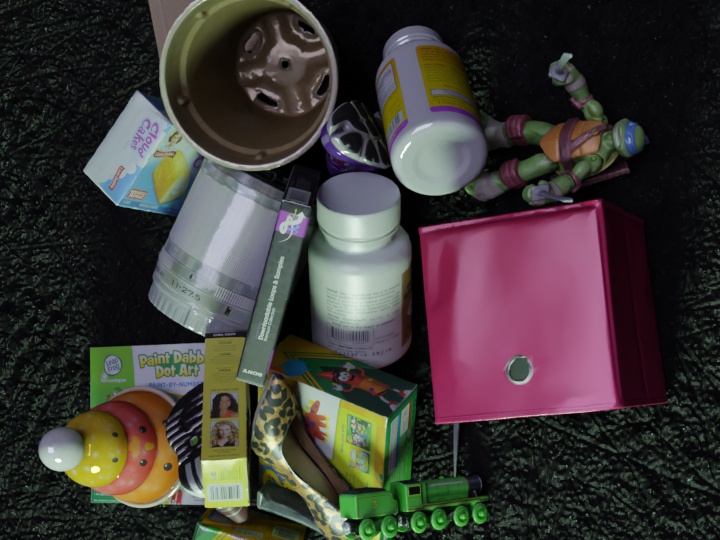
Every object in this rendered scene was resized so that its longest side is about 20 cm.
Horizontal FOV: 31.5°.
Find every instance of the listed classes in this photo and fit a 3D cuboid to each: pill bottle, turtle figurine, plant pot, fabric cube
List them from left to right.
[{"bbox_3d":[-0.105,-0.229,1.456,0.199,0.184,0.201,3,105,10],"label":"plant pot"},{"bbox_3d":[0.000,0.000,1.399,0.114,0.114,0.201,17,129,25],"label":"pill bottle"},{"bbox_3d":[0.073,-0.182,1.396,0.104,0.104,0.200,-30,41,20],"label":"pill bottle"},{"bbox_3d":[0.184,-0.143,1.338,0.193,0.200,0.145,-9,97,43],"label":"turtle figurine"},{"bbox_3d":[0.190,0.048,1.310,0.195,0.200,0.200,-7,83,25],"label":"fabric cube"}]

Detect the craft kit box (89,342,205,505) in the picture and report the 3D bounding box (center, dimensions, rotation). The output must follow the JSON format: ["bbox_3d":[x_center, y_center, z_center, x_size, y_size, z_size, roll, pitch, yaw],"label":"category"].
[{"bbox_3d":[-0.243,0.190,1.585,0.199,0.048,0.198,-4,82,24],"label":"craft kit box"}]

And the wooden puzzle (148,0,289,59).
[{"bbox_3d":[-0.183,-0.350,1.603,0.199,0.037,0.186,-17,80,27],"label":"wooden puzzle"}]

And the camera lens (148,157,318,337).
[{"bbox_3d":[-0.141,-0.029,1.489,0.160,0.160,0.201,30,99,23],"label":"camera lens"}]

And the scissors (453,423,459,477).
[{"bbox_3d":[0.110,0.137,1.420,0.073,0.014,0.201,165,103,-64],"label":"scissors"}]

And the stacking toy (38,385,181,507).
[{"bbox_3d":[-0.300,0.209,1.477,0.146,0.200,0.147,-2,86,25],"label":"stacking toy"}]

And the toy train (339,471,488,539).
[{"bbox_3d":[0.060,0.251,1.365,0.042,0.199,0.057,-11,81,51],"label":"toy train"}]

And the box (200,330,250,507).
[{"bbox_3d":[-0.143,0.156,1.371,0.050,0.200,0.076,-3,128,-4],"label":"box"}]

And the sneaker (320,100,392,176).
[{"bbox_3d":[-0.006,-0.130,1.412,0.083,0.200,0.081,-30,83,13],"label":"sneaker"}]

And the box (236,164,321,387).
[{"bbox_3d":[-0.085,0.003,1.337,0.036,0.143,0.201,14,108,-3],"label":"box"}]

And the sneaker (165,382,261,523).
[{"bbox_3d":[-0.162,0.221,1.469,0.076,0.200,0.116,-32,119,9],"label":"sneaker"}]

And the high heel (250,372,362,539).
[{"bbox_3d":[-0.041,0.198,1.343,0.142,0.071,0.201,16,128,19],"label":"high heel"}]

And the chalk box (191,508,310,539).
[{"bbox_3d":[-0.147,0.384,1.463,0.123,0.124,0.201,17,93,2],"label":"chalk box"}]

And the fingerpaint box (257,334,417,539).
[{"bbox_3d":[-0.028,0.192,1.421,0.166,0.073,0.201,19,127,25],"label":"fingerpaint box"}]

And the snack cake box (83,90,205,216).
[{"bbox_3d":[-0.221,-0.131,1.510,0.067,0.200,0.115,43,104,20],"label":"snack cake box"}]
